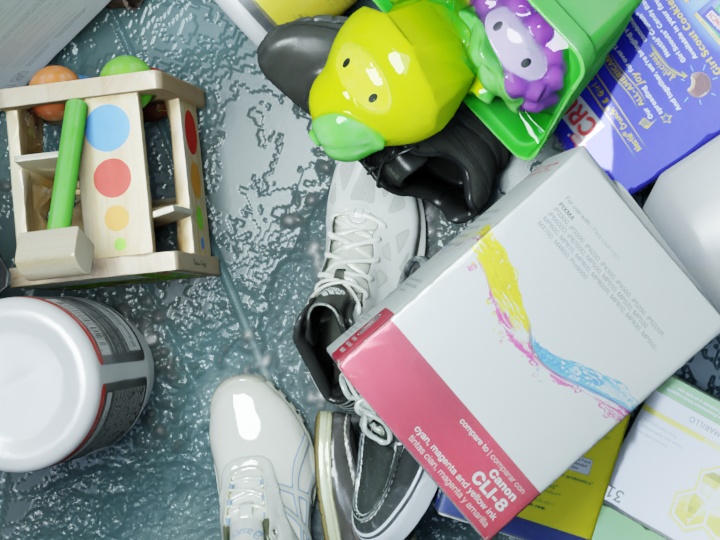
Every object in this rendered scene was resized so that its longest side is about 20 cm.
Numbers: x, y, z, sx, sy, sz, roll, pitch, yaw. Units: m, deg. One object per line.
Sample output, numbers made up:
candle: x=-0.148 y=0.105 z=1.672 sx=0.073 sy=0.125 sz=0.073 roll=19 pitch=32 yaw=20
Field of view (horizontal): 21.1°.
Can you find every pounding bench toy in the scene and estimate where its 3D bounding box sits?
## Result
pounding bench toy: x=-0.187 y=-0.071 z=1.359 sx=0.123 sy=0.200 sz=0.158 roll=-6 pitch=88 yaw=10

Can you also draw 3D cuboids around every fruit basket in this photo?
fruit basket: x=0.052 y=-0.160 z=1.264 sx=0.214 sy=0.156 sz=0.217 roll=6 pitch=63 yaw=-11

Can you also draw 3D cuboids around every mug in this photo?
mug: x=0.283 y=-0.020 z=1.297 sx=0.152 sy=0.149 sz=0.188 roll=-25 pitch=85 yaw=5

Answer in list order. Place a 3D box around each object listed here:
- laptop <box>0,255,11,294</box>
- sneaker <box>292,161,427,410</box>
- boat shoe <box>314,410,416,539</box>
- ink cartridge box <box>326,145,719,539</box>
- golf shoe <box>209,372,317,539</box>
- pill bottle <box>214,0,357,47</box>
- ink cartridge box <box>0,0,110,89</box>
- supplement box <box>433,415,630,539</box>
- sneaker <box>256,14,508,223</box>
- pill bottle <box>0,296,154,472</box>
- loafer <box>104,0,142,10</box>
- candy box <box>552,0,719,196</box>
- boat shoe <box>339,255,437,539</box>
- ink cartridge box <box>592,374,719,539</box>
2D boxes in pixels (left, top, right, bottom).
laptop: x=-0.328 y=0.005 z=1.396 sx=0.177 sy=0.200 sz=0.104 roll=-38 pitch=97 yaw=6
sneaker: x=0.000 y=0.000 z=1.365 sx=0.075 sy=0.115 sz=0.203 roll=2 pitch=88 yaw=12
boat shoe: x=0.009 y=0.197 z=1.384 sx=0.065 sy=0.072 sz=0.203 roll=-9 pitch=92 yaw=4
ink cartridge box: x=0.100 y=0.041 z=1.205 sx=0.200 sy=0.145 sz=0.145 roll=-41 pitch=92 yaw=-2
golf shoe: x=-0.069 y=0.171 z=1.383 sx=0.078 sy=0.097 sz=0.202 roll=-15 pitch=84 yaw=11
pill bottle: x=-0.020 y=-0.252 z=1.381 sx=0.200 sy=0.112 sz=0.112 roll=-43 pitch=82 yaw=6
ink cartridge box: x=-0.286 y=-0.148 z=1.352 sx=0.199 sy=0.200 sz=0.041 roll=-39 pitch=83 yaw=28
supplement box: x=0.127 y=0.080 z=1.335 sx=0.109 sy=0.109 sz=0.202 roll=17 pitch=91 yaw=-3
sneaker: x=0.016 y=-0.105 z=1.345 sx=0.199 sy=0.091 sz=0.076 roll=28 pitch=131 yaw=-12
pill bottle: x=-0.213 y=0.076 z=1.357 sx=0.115 sy=0.200 sz=0.117 roll=0 pitch=89 yaw=8
loafer: x=-0.122 y=-0.268 z=1.418 sx=0.071 sy=0.073 sz=0.201 roll=37 pitch=94 yaw=10
candy box: x=0.208 y=-0.164 z=1.356 sx=0.199 sy=0.077 sz=0.170 roll=-34 pitch=83 yaw=6
boat shoe: x=0.025 y=0.088 z=1.307 sx=0.073 sy=0.068 sz=0.201 roll=31 pitch=102 yaw=52
ink cartridge box: x=0.227 y=0.191 z=1.355 sx=0.145 sy=0.048 sz=0.201 roll=29 pitch=91 yaw=9
